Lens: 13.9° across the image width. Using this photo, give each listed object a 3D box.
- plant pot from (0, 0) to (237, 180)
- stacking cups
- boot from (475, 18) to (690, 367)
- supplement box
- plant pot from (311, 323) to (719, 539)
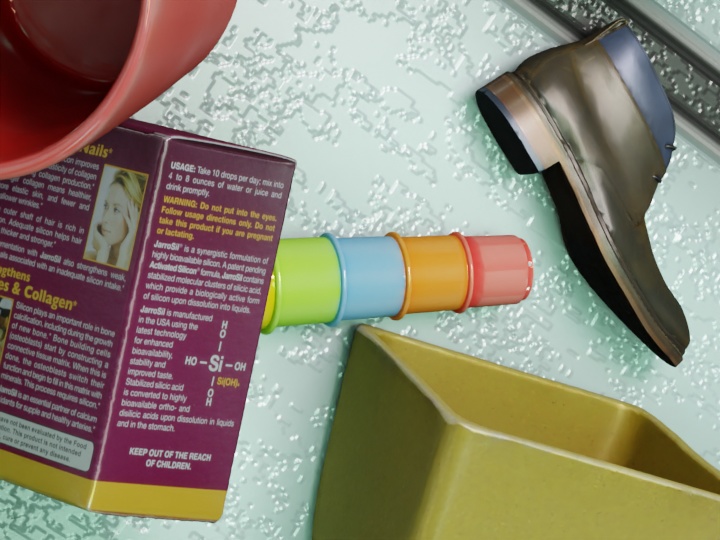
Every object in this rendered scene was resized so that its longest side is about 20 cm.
[{"bbox_3d":[-0.154,-0.153,1.470,0.200,0.177,0.201,3,98,20],"label":"plant pot"},{"bbox_3d":[0.000,0.000,1.661,0.199,0.060,0.061,-6,98,-20],"label":"stacking cups"},{"bbox_3d":[0.158,-0.046,1.700,0.097,0.075,0.200,-35,104,-9],"label":"boot"},{"bbox_3d":[-0.130,0.021,1.567,0.103,0.131,0.201,9,95,-47],"label":"supplement box"},{"bbox_3d":[0.075,0.170,1.644,0.194,0.196,0.200,17,100,-20],"label":"plant pot"}]
